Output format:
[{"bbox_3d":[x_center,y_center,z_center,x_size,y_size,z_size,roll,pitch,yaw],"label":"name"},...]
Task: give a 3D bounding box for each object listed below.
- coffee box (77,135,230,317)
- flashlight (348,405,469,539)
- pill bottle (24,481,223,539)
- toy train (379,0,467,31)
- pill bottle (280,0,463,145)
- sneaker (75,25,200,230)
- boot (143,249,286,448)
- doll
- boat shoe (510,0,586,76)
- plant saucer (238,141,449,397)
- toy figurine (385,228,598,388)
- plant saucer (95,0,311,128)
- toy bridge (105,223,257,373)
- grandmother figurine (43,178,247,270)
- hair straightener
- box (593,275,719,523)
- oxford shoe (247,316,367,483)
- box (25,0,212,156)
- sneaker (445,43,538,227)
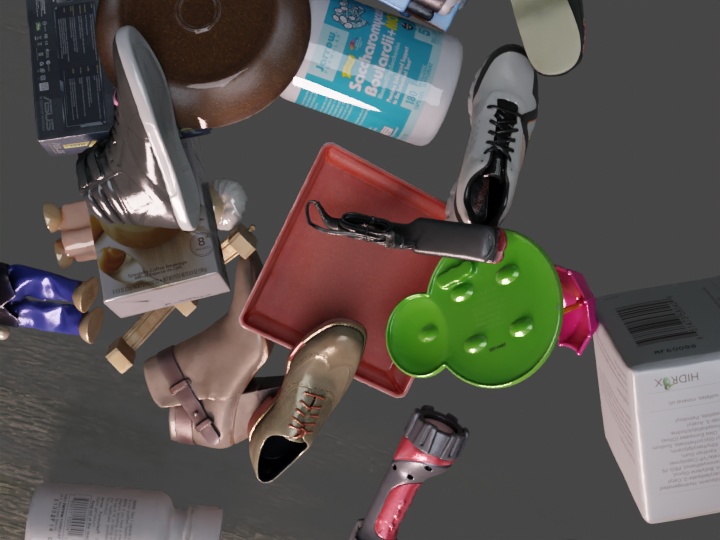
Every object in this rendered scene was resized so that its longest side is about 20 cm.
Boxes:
[{"bbox_3d":[-0.203,-0.070,1.331,0.114,0.080,0.201,-14,76,1],"label":"coffee box"},{"bbox_3d":[0.049,0.246,1.497,0.068,0.068,0.201,20,105,-11],"label":"flashlight"},{"bbox_3d":[-0.248,0.289,1.474,0.198,0.114,0.115,5,108,-4],"label":"pill bottle"},{"bbox_3d":[0.015,-0.293,1.297,0.199,0.114,0.087,27,105,-10],"label":"toy train"},{"bbox_3d":[-0.010,-0.200,1.328,0.199,0.111,0.111,18,106,-8],"label":"pill bottle"},{"bbox_3d":[-0.212,-0.116,1.220,0.098,0.071,0.201,-6,126,9],"label":"sneaker"},{"bbox_3d":[-0.154,0.088,1.442,0.145,0.070,0.202,-10,97,13],"label":"boot"},{"bbox_3d":[-0.363,0.020,1.404,0.198,0.049,0.137,7,128,11],"label":"doll"},{"bbox_3d":[0.172,-0.287,1.336,0.073,0.063,0.203,-10,95,12],"label":"boat shoe"},{"bbox_3d":[0.000,0.000,1.399,0.199,0.037,0.201,26,91,-21],"label":"plant saucer"},{"bbox_3d":[0.154,0.050,1.394,0.199,0.184,0.151,-24,73,31],"label":"toy figurine"},{"bbox_3d":[-0.144,-0.229,1.255,0.199,0.037,0.202,0,79,2],"label":"plant saucer"},{"bbox_3d":[-0.178,0.021,1.415,0.200,0.067,0.027,-42,105,12],"label":"toy bridge"},{"bbox_3d":[-0.209,-0.049,1.397,0.199,0.061,0.122,-13,115,4],"label":"grandmother figurine"},{"bbox_3d":[0.034,-0.041,1.302,0.199,0.077,0.041,14,94,21],"label":"hair straightener"},{"bbox_3d":[0.350,0.122,1.399,0.198,0.199,0.173,-9,109,0],"label":"box"},{"bbox_3d":[-0.049,0.131,1.367,0.070,0.075,0.201,19,125,-18],"label":"oxford shoe"},{"bbox_3d":[-0.227,-0.217,1.299,0.156,0.051,0.202,-9,77,1],"label":"box"},{"bbox_3d":[0.137,-0.123,1.362,0.073,0.080,0.202,11,91,-6],"label":"sneaker"}]
